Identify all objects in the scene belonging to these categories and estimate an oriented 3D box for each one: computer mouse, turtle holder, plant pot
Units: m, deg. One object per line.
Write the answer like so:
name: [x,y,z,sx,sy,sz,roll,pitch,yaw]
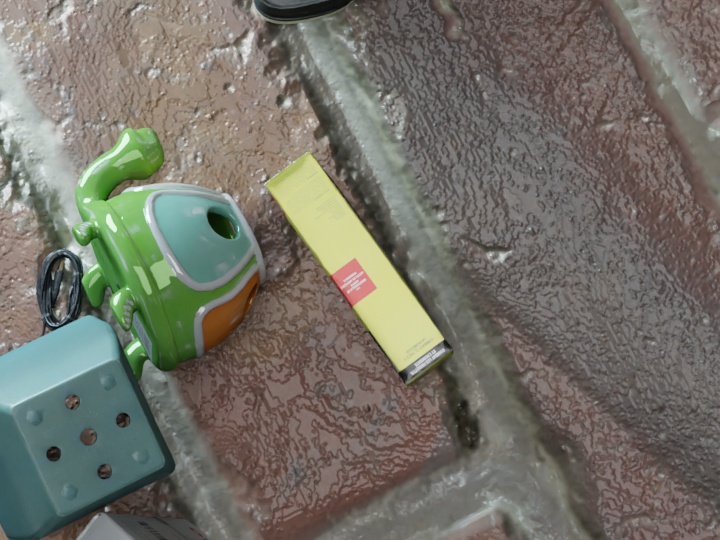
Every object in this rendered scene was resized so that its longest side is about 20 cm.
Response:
computer mouse: [-0.273,0.079,1.619,0.058,0.034,0.201,17,81,21]
turtle holder: [-0.159,-0.012,1.578,0.131,0.141,0.186,-25,44,-13]
plant pot: [-0.226,0.124,1.497,0.141,0.200,0.142,-25,95,-15]

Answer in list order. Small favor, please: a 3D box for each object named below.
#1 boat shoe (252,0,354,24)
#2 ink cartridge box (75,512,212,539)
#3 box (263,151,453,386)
boat shoe: [0.000,-0.267,1.615,0.201,0.063,0.074,-23,86,3]
ink cartridge box: [-0.139,0.263,1.498,0.145,0.200,0.083,38,91,16]
box: [0.000,0.000,1.584,0.050,0.075,0.200,-35,85,0]
